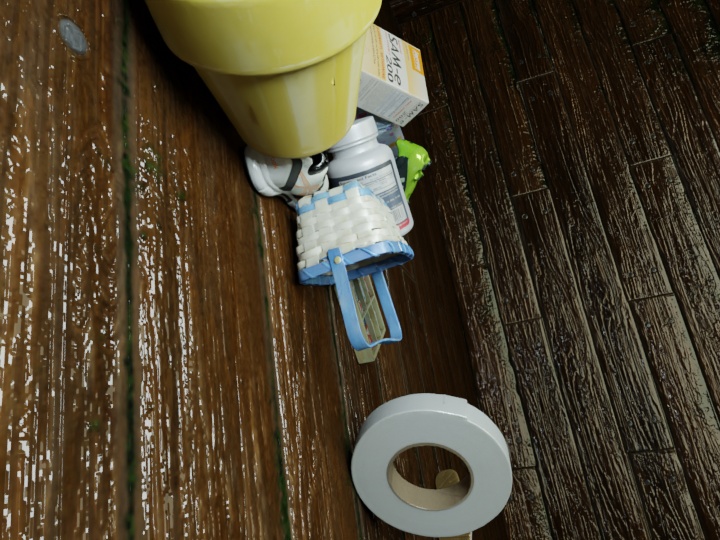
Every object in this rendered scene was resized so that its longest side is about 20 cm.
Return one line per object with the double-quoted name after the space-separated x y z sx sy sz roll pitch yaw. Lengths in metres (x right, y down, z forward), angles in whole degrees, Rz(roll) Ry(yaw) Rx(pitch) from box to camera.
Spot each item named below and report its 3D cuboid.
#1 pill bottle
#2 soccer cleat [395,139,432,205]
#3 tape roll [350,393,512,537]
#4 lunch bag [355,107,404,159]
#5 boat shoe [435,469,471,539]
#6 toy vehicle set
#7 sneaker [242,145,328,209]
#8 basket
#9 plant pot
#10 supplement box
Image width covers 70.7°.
0.009 -0.152 0.873 0.120 0.119 0.201 -69 143 -65 "pill bottle"
0.059 -0.154 0.967 0.081 0.200 0.068 34 31 9 "soccer cleat"
0.088 0.248 0.640 0.037 0.202 0.203 -67 140 -66 "tape roll"
0.001 -0.319 0.991 0.201 0.127 0.170 65 11 13 "lunch bag"
0.202 0.523 1.070 0.200 0.071 0.069 -83 153 -57 "boat shoe"
-0.008 0.033 0.821 0.124 0.026 0.201 -58 133 -70 "toy vehicle set"
-0.068 -0.121 0.640 0.200 0.080 0.074 -18 93 -77 "sneaker"
0.000 0.000 0.653 0.201 0.139 0.176 71 14 12 "basket"
-0.077 -0.219 0.478 0.189 0.200 0.201 84 2 -57 "plant pot"
0.010 -0.338 0.838 0.199 0.073 0.126 12 61 -34 "supplement box"
